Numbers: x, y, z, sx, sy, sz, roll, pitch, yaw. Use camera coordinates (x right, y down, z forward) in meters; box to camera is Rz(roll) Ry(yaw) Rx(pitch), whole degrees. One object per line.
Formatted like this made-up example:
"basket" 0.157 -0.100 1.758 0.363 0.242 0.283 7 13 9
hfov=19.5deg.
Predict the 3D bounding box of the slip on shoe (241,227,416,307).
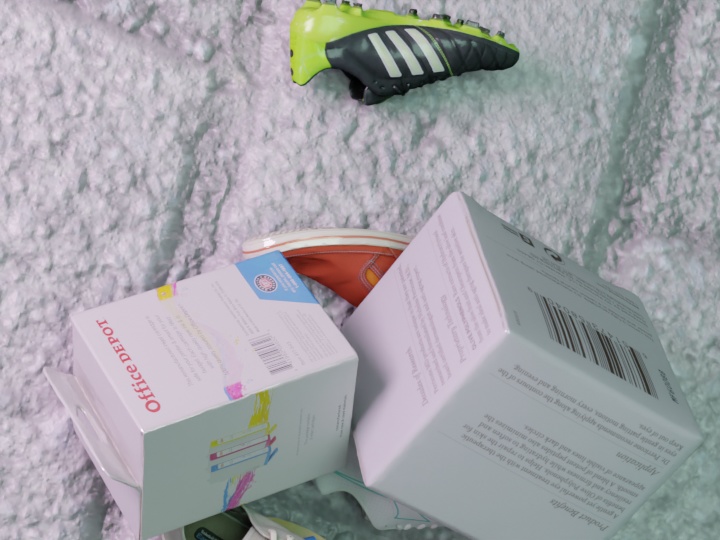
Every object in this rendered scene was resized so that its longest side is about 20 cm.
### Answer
"slip on shoe" 0.000 0.000 1.666 0.200 0.074 0.061 9 84 -28

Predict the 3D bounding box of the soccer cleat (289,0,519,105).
"soccer cleat" 0.034 -0.173 1.707 0.200 0.068 0.081 5 100 -22

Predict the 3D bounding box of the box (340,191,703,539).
"box" 0.114 0.089 1.596 0.199 0.200 0.171 29 114 -25

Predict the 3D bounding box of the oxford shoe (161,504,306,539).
"oxford shoe" -0.059 0.223 1.561 0.200 0.058 0.075 27 55 11

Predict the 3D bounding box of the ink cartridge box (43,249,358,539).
"ink cartridge box" -0.122 0.094 1.546 0.200 0.125 0.129 -18 48 -23

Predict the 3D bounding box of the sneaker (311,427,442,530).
"sneaker" 0.044 0.173 1.675 0.200 0.070 0.080 29 96 -21

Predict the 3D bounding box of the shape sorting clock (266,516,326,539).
"shape sorting clock" -0.084 0.278 1.578 0.200 0.039 0.200 3 55 -4
